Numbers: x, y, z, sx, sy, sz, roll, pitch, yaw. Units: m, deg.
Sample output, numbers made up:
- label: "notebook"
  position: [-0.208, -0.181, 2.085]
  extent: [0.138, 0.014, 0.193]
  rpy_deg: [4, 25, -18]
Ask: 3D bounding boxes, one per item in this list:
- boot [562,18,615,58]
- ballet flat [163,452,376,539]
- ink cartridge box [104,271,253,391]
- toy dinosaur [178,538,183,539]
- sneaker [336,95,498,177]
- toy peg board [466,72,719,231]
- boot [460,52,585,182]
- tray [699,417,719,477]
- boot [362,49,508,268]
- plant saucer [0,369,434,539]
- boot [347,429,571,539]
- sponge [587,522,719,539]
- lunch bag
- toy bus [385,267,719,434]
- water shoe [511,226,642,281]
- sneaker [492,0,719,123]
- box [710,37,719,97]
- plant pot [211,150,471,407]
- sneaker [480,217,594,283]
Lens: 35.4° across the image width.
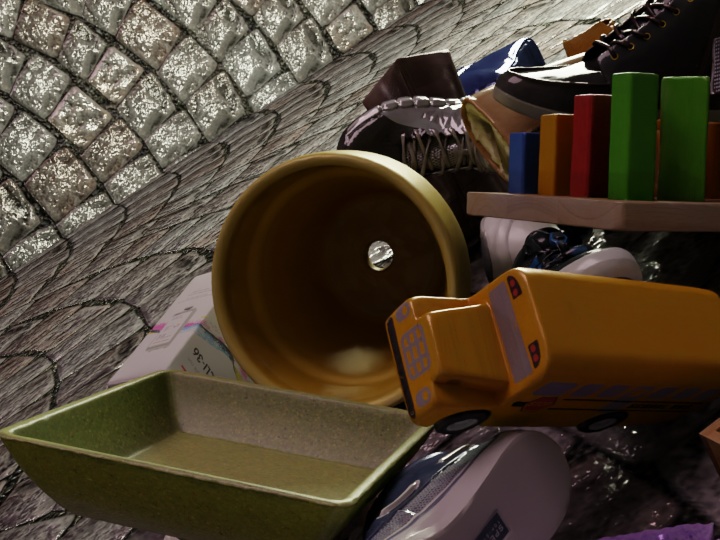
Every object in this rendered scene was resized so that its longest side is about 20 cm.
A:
- label: "boot"
  position: [0.221, -0.143, 1.019]
  extent: [0.070, 0.145, 0.201]
  rpy_deg: [-24, 17, 33]
- label: "ballet flat"
  position: [-0.082, 0.170, 0.766]
  extent: [0.198, 0.068, 0.068]
  rpy_deg: [-25, 16, 18]
- label: "ink cartridge box"
  position: [-0.134, 0.100, 0.948]
  extent: [0.067, 0.117, 0.201]
  rpy_deg: [-13, 28, 32]
- label: "toy dinosaur"
  position: [-0.060, 0.222, 0.636]
  extent: [0.180, 0.106, 0.199]
  rpy_deg: [-29, 48, -32]
- label: "sneaker"
  position: [0.083, -0.111, 0.992]
  extent: [0.198, 0.076, 0.116]
  rpy_deg: [-16, 26, -13]
- label: "toy peg board"
  position: [0.207, -0.082, 0.795]
  extent: [0.197, 0.099, 0.199]
  rpy_deg: [0, 6, -23]
- label: "boot"
  position: [0.210, -0.115, 0.933]
  extent: [0.199, 0.176, 0.066]
  rpy_deg: [-28, -29, -20]
- label: "tray"
  position: [0.278, 0.052, 0.558]
  extent: [0.199, 0.037, 0.099]
  rpy_deg: [-33, 16, -11]
- label: "boot"
  position: [0.042, -0.092, 1.080]
  extent: [0.185, 0.201, 0.064]
  rpy_deg: [-31, 16, -7]
- label: "plant saucer"
  position: [-0.072, 0.111, 0.653]
  extent: [0.197, 0.049, 0.200]
  rpy_deg: [8, 8, 16]
- label: "boot"
  position: [0.022, 0.152, 0.559]
  extent: [0.199, 0.073, 0.090]
  rpy_deg: [-32, 7, -42]
- label: "sponge"
  position: [0.073, 0.181, 0.543]
  extent: [0.198, 0.030, 0.112]
  rpy_deg: [-19, 19, 33]
- label: "lunch bag"
  position: [0.137, -0.150, 1.199]
  extent: [0.131, 0.137, 0.200]
  rpy_deg: [-20, 18, 28]
- label: "toy bus"
  position: [0.113, 0.045, 0.613]
  extent: [0.198, 0.066, 0.078]
  rpy_deg: [6, -31, -35]
- label: "water shoe"
  position: [0.124, 0.007, 0.732]
  extent: [0.071, 0.080, 0.200]
  rpy_deg: [-10, -16, -7]
- label: "sneaker"
  position: [0.199, -0.170, 0.858]
  extent: [0.197, 0.108, 0.075]
  rpy_deg: [-2, 25, -10]
- label: "box"
  position: [0.371, -0.140, 0.774]
  extent: [0.159, 0.045, 0.199]
  rpy_deg: [11, -11, -37]
- label: "plant pot"
  position: [0.000, 0.000, 0.932]
  extent: [0.199, 0.203, 0.189]
  rpy_deg: [-25, 2, 16]
- label: "sneaker"
  position: [0.171, -0.048, 1.000]
  extent: [0.086, 0.075, 0.200]
  rpy_deg: [-1, 32, 25]
